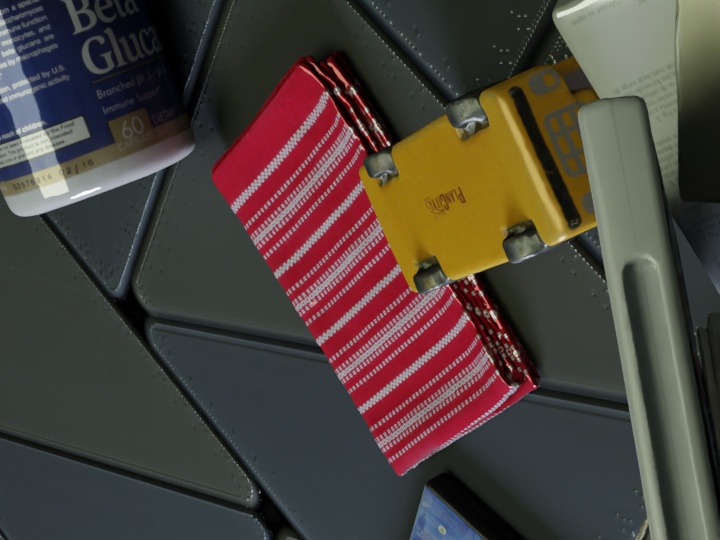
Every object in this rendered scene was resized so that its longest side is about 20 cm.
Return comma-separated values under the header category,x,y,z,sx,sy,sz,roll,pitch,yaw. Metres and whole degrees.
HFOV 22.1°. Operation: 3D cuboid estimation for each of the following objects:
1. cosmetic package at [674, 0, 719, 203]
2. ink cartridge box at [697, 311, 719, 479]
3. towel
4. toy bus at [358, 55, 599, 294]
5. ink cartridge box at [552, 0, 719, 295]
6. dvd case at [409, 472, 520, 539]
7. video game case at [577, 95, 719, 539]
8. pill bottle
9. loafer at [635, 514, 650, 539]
category,x,y,z,sx,sy,sz,roll,pitch,yaw
cosmetic package,0.198,-0.072,0.549,0.200,0.071,0.105,7,121,21
ink cartridge box,0.208,0.064,0.545,0.200,0.146,0.084,-9,112,11
towel,0.000,0.000,0.951,0.200,0.022,0.145,58,145,7
toy bus,0.058,-0.038,0.758,0.065,0.078,0.200,67,162,0
ink cartridge box,0.186,-0.048,0.646,0.162,0.050,0.200,-23,109,36
dvd case,0.070,0.222,1.007,0.143,0.018,0.200,40,138,28
video game case,0.102,0.057,0.591,0.200,0.023,0.183,42,-141,-75
pill bottle,-0.173,-0.140,1.002,0.111,0.111,0.200,-7,106,53
loafer,0.174,0.111,0.761,0.200,0.070,0.075,-31,87,54
